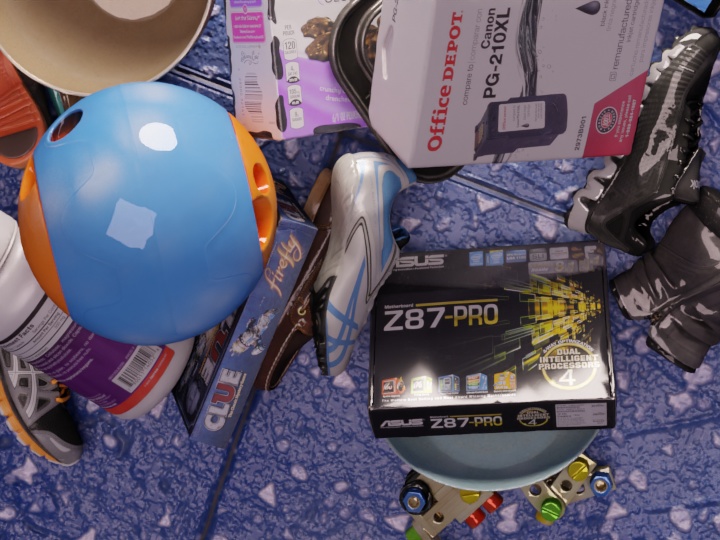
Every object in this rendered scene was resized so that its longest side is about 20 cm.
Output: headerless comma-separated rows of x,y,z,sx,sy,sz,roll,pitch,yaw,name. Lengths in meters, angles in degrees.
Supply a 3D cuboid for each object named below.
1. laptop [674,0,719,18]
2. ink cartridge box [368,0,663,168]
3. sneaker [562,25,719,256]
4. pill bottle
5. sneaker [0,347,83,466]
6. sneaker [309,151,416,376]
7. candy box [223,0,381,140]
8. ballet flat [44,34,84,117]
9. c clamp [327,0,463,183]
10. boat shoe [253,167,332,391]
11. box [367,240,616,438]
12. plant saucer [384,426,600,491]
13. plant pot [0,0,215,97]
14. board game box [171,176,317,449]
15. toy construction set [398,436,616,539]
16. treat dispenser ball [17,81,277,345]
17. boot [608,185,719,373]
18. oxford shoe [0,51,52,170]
0.227,-0.328,1.386,0.199,0.103,0.178,26,103,-22,laptop
0.118,-0.164,1.362,0.198,0.084,0.146,-5,122,-22,ink cartridge box
0.250,-0.098,1.437,0.090,0.066,0.201,38,108,25,sneaker
-0.243,0.033,1.483,0.199,0.113,0.113,35,104,-25,pill bottle
-0.289,0.078,1.551,0.077,0.078,0.201,-27,98,1,sneaker
0.000,0.000,1.430,0.072,0.072,0.202,5,118,-13,sneaker
-0.022,-0.215,1.415,0.167,0.071,0.202,-12,102,-34,candy box
-0.220,-0.109,1.516,0.072,0.068,0.202,-15,99,-10,ballet flat
0.067,-0.164,1.423,0.171,0.027,0.200,-47,120,-8,c clamp
-0.039,0.017,1.505,0.070,0.070,0.202,25,103,7,boat shoe
0.107,0.056,1.453,0.198,0.162,0.049,-3,140,7,box
0.110,0.104,1.473,0.199,0.203,0.039,-3,143,8,plant saucer
-0.201,-0.247,1.447,0.198,0.134,0.203,1,100,8,plant pot
-0.103,0.030,1.483,0.034,0.136,0.202,18,103,-21,board game box
0.109,0.203,1.515,0.131,0.092,0.200,45,92,-2,toy construction set
-0.163,-0.044,1.368,0.199,0.201,0.203,1,101,7,treat dispenser ball
0.314,0.038,1.471,0.200,0.070,0.132,43,106,10,boot
-0.313,-0.171,1.513,0.071,0.073,0.202,-23,77,6,oxford shoe
